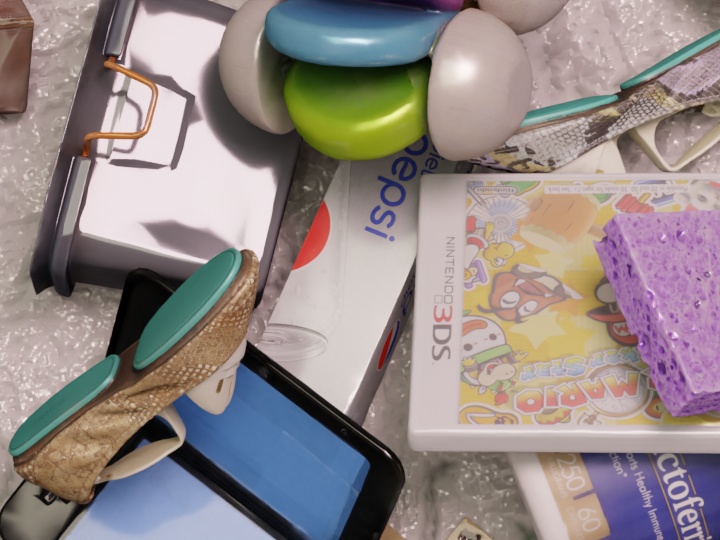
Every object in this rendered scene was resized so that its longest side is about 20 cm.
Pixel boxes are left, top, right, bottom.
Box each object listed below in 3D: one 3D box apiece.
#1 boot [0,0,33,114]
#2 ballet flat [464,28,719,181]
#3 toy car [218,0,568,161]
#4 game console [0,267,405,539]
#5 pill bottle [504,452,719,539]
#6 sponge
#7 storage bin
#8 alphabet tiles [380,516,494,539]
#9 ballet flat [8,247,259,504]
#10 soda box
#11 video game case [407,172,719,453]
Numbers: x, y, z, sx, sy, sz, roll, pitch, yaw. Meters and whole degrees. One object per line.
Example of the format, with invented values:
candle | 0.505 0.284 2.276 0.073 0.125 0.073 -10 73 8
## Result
boot | -0.300 -0.176 1.561 0.200 0.064 0.187 -9 90 7
ballet flat | 0.155 -0.082 1.476 0.200 0.072 0.072 -23 75 -17
toy car | 0.013 -0.162 1.384 0.175 0.150 0.200 11 64 23
game console | -0.096 0.131 1.443 0.200 0.116 0.176 37 83 15
pill bottle | 0.186 0.098 1.424 0.200 0.116 0.116 -22 76 1
sponge | 0.230 0.018 1.359 0.200 0.030 0.112 -3 58 -30
storage bin | -0.103 -0.073 1.489 0.134 0.146 0.200 14 79 -2
alphabet tiles | 0.034 0.250 1.462 0.166 0.006 0.200 39 84 13
ballet flat | -0.110 0.063 1.400 0.065 0.071 0.200 42 120 -18
soda box | 0.000 0.000 1.491 0.068 0.063 0.200 22 80 11
video game case | 0.129 0.020 1.394 0.200 0.023 0.182 0 52 5
